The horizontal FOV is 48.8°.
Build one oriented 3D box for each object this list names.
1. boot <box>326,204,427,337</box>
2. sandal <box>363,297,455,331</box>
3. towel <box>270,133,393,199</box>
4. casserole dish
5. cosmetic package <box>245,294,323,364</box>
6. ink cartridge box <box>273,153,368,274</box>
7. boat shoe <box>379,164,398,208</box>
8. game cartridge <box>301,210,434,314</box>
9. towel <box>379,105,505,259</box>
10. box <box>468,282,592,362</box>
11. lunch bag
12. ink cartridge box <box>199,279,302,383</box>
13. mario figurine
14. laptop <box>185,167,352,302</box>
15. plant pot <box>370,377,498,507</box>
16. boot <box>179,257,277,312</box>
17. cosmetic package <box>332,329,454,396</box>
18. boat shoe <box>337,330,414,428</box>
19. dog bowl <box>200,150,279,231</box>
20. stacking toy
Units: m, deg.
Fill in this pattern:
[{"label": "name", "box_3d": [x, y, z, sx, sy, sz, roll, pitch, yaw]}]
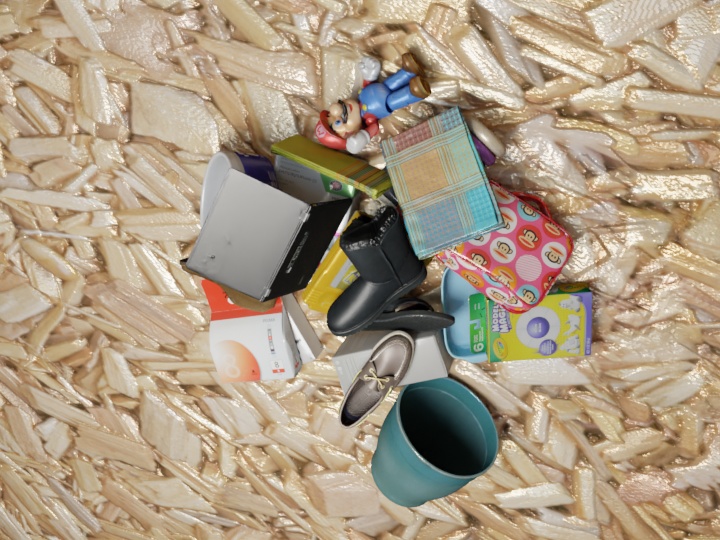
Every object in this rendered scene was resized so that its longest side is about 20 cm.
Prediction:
[{"label": "boot", "box_3d": [0.000, 0.000, 1.268, 0.200, 0.077, 0.168, -35, 137, 2]}, {"label": "sandal", "box_3d": [0.062, 0.071, 1.334, 0.199, 0.075, 0.048, -2, 69, 28]}, {"label": "towel", "box_3d": [-0.041, -0.169, 1.271, 0.199, 0.086, 0.018, 25, 120, 18]}, {"label": "casserole dish", "box_3d": [0.192, 0.059, 1.348, 0.120, 0.039, 0.201, -9, 111, -9]}, {"label": "cosmetic package", "box_3d": [-0.156, 0.086, 1.480, 0.082, 0.051, 0.201, -25, 101, 23]}, {"label": "ink cartridge box", "box_3d": [-0.082, -0.104, 1.363, 0.144, 0.088, 0.201, 17, 116, 6]}, {"label": "boat shoe", "box_3d": [0.108, -0.105, 1.313, 0.200, 0.073, 0.063, 38, 120, 6]}, {"label": "game cartridge", "box_3d": [0.016, 0.005, 1.352, 0.175, 0.033, 0.201, 17, 120, -31]}, {"label": "towel", "box_3d": [0.120, -0.133, 1.209, 0.146, 0.022, 0.201, -22, 78, 20]}, {"label": "box", "box_3d": [0.280, 0.088, 1.318, 0.198, 0.048, 0.118, -4, 109, 3]}, {"label": "lunch bag", "box_3d": [0.232, -0.049, 1.262, 0.200, 0.082, 0.177, 36, 73, 2]}, {"label": "ink cartridge box", "box_3d": [-0.208, 0.107, 1.451, 0.161, 0.050, 0.201, -8, 112, 23]}, {"label": "mario figurine", "box_3d": [0.007, -0.266, 1.260, 0.199, 0.124, 0.106, -30, 112, 21]}, {"label": "laptop", "box_3d": [-0.142, -0.059, 1.266, 0.116, 0.200, 0.188, 39, 116, 19]}, {"label": "plant pot", "box_3d": [0.113, 0.320, 1.417, 0.199, 0.200, 0.188, 35, 131, 2]}, {"label": "boot", "box_3d": [-0.237, 0.023, 1.407, 0.199, 0.074, 0.076, 15, 110, 19]}, {"label": "cosmetic package", "box_3d": [0.062, 0.149, 1.406, 0.199, 0.107, 0.091, -11, 106, 23]}, {"label": "boat shoe", "box_3d": [0.025, 0.188, 1.341, 0.072, 0.060, 0.200, 36, 117, 2]}, {"label": "dog bowl", "box_3d": [-0.207, -0.099, 1.344, 0.078, 0.200, 0.201, -1, 118, -28]}, {"label": "stacking toy", "box_3d": [0.135, -0.144, 1.255, 0.085, 0.085, 0.200, 42, 100, -2]}]
